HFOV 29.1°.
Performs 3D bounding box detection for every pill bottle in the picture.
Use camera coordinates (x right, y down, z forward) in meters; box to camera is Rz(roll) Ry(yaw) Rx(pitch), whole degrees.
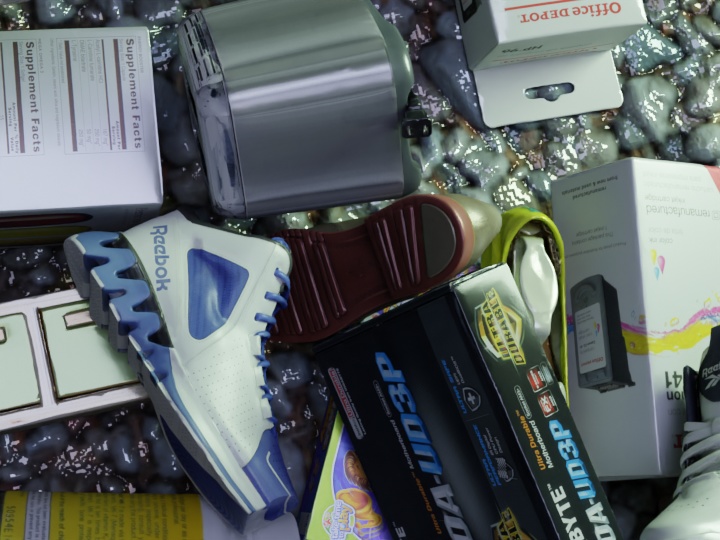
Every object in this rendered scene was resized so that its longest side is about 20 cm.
[{"bbox_3d":[-0.139,0.189,0.819,0.198,0.114,0.116,3,81,-12],"label":"pill bottle"}]

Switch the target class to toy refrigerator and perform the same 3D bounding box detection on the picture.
[{"bbox_3d":[-0.174,0.051,0.855,0.198,0.070,0.077,-11,84,-14],"label":"toy refrigerator"}]

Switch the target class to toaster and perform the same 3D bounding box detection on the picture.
[{"bbox_3d":[-0.040,-0.103,0.855,0.128,0.200,0.115,-12,121,-8],"label":"toaster"}]

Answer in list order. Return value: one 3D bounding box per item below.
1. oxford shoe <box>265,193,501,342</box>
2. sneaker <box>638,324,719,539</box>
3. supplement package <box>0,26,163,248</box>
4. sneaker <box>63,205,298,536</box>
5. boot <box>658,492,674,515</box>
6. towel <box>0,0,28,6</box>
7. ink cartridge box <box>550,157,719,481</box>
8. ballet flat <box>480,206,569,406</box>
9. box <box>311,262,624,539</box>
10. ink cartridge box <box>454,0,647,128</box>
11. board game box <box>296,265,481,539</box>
[{"bbox_3d":[0.000,0.000,0.867,0.075,0.199,0.071,-14,90,-54],"label":"oxford shoe"},{"bbox_3d":[0.208,0.098,0.800,0.198,0.079,0.131,-9,83,-44],"label":"sneaker"},{"bbox_3d":[-0.225,-0.075,0.839,0.198,0.114,0.111,-4,81,-13],"label":"supplement package"},{"bbox_3d":[-0.075,0.040,0.799,0.115,0.081,0.200,-29,79,-19],"label":"sneaker"},{"bbox_3d":[0.194,0.228,0.895,0.185,0.064,0.202,-1,97,-27],"label":"boot"},{"bbox_3d":[-0.294,-0.157,0.800,0.198,0.191,0.033,-14,107,-16],"label":"towel"},{"bbox_3d":[0.210,0.035,0.919,0.146,0.085,0.202,2,79,-35],"label":"ink cartridge box"},{"bbox_3d":[0.103,0.057,0.873,0.066,0.067,0.202,3,81,-13],"label":"ballet flat"},{"bbox_3d":[0.063,0.112,0.806,0.046,0.159,0.202,-21,87,-34],"label":"box"},{"bbox_3d":[0.125,-0.211,0.965,0.115,0.068,0.202,-10,84,-14],"label":"ink cartridge box"},{"bbox_3d":[0.047,0.095,0.912,0.133,0.045,0.202,16,78,-10],"label":"board game box"}]
